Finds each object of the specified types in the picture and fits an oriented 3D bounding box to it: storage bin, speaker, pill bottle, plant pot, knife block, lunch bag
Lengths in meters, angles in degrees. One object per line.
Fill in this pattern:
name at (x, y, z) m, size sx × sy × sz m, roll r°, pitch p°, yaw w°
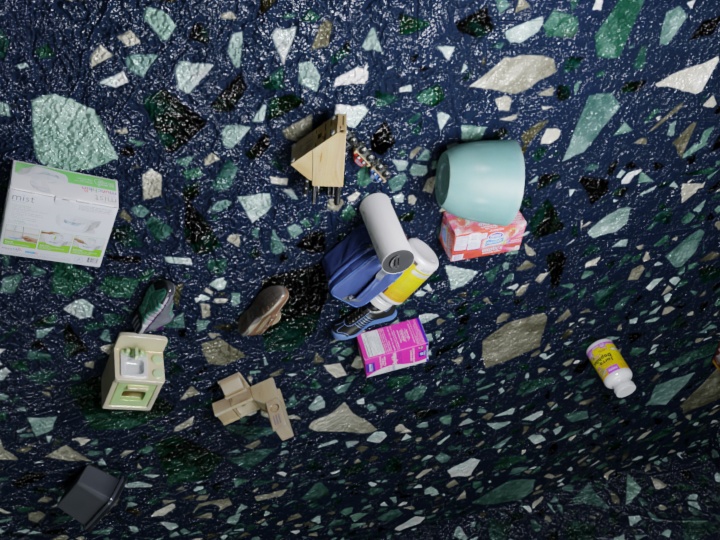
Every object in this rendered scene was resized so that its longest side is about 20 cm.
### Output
storage bin at (-0.861, 0.712, 2.134) m, size 0.134 × 0.146 × 0.200 m, roll 38°, pitch 117°, yaw -15°
speaker at (0.060, -0.089, 1.569) m, size 0.081 × 0.200 × 0.081 m, roll -11°, pitch 139°, yaw -10°
pill bottle at (0.899, 0.350, 2.384) m, size 0.104 × 0.200 × 0.104 m, roll -12°, pitch 138°, yaw -11°
plant pot at (0.264, -0.207, 1.539) m, size 0.160 × 0.201 × 0.201 m, roll 2°, pitch 135°, yaw -9°
pill bottle at (0.106, 0.015, 1.770) m, size 0.109 × 0.109 × 0.200 m, roll 20°, pitch 125°, yaw -37°
knife block at (-0.057, -0.226, 1.449) m, size 0.200 × 0.064 × 0.175 m, roll -28°, pitch 135°, yaw 32°
lunch bag at (0.000, 0.000, 1.694) m, size 0.200 × 0.132 × 0.136 m, roll -42°, pitch 135°, yaw 22°

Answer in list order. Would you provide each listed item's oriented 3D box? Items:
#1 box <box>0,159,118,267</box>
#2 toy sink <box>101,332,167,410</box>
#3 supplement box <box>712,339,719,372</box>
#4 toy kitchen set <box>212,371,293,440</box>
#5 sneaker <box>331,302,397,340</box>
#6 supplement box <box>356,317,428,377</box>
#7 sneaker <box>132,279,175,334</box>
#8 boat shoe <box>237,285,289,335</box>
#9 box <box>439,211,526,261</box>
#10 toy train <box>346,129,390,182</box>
box at (-0.614, -0.110, 1.355) m, size 0.200 × 0.097 × 0.177 m, roll 9°, pitch 131°, yaw -29°
toy sink at (-0.596, 0.273, 1.765) m, size 0.130 × 0.112 × 0.200 m, roll 10°, pitch 131°, yaw -31°
supplement box at (1.562, 0.334, 2.686) m, size 0.197 × 0.133 × 0.200 m, roll -20°, pitch 139°, yaw -1°
toy kitchen set at (-0.334, 0.419, 1.977) m, size 0.200 × 0.181 × 0.163 m, roll -23°, pitch 138°, yaw -3°
sneaker at (0.005, 0.127, 1.889) m, size 0.200 × 0.070 × 0.078 m, roll -24°, pitch 135°, yaw -5°
supplement box at (0.097, 0.232, 2.010) m, size 0.199 × 0.104 × 0.101 m, roll -14°, pitch 140°, yaw -5°
sneaker at (-0.489, 0.086, 1.652) m, size 0.087 × 0.075 × 0.200 m, roll 3°, pitch 145°, yaw -44°
boat shoe at (-0.246, 0.107, 1.764) m, size 0.072 × 0.076 × 0.200 m, roll 17°, pitch 137°, yaw -39°
box at (0.316, -0.104, 1.736) m, size 0.199 × 0.096 × 0.100 m, roll -10°, pitch 139°, yaw -12°
toy train at (0.004, -0.256, 1.493) m, size 0.046 × 0.034 × 0.200 m, roll -32°, pitch 137°, yaw 19°
